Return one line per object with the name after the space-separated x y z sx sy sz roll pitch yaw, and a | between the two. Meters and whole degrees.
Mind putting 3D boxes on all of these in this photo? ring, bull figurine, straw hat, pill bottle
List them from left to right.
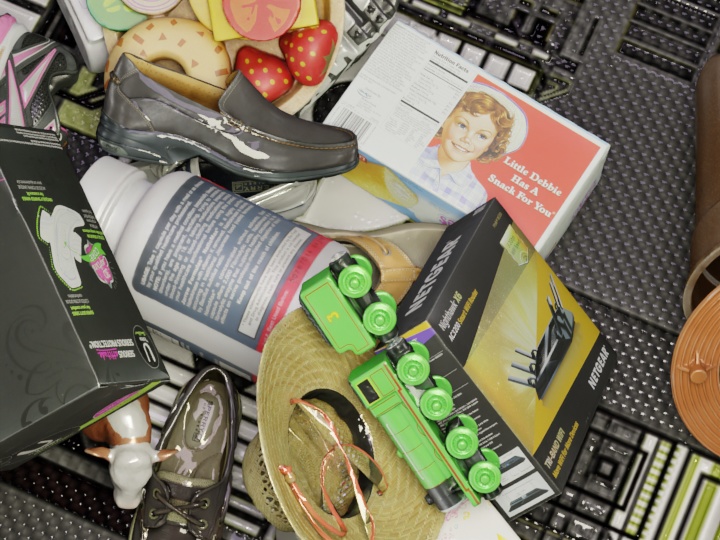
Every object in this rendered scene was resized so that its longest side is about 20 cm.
-0.198 0.077 1.656 0.065 0.121 0.201 -25 88 -15 | bull figurine
-0.119 -0.004 1.678 0.199 0.120 0.120 26 69 9 | pill bottle
-0.033 0.129 1.534 0.200 0.085 0.202 30 47 -37 | straw hat
0.326 0.073 1.657 0.198 0.202 0.019 0 33 -2 | ring

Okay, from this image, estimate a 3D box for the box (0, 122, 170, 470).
-0.250 0.021 1.554 0.148 0.124 0.201 -29 80 16 | box

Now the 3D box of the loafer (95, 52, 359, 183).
-0.095 -0.113 1.696 0.198 0.073 0.073 7 111 -9 | loafer

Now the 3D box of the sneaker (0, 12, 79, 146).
-0.273 -0.101 1.769 0.086 0.080 0.202 18 73 -5 | sneaker

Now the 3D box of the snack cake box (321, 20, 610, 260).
0.079 -0.092 1.778 0.199 0.067 0.115 32 68 11 | snack cake box

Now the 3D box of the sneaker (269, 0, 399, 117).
-0.044 -0.166 1.808 0.200 0.090 0.067 -41 89 9 | sneaker

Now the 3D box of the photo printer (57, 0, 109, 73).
-0.159 -0.267 1.842 0.199 0.070 0.167 -24 71 -11 | photo printer

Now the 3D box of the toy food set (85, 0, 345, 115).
-0.111 -0.201 1.743 0.198 0.049 0.200 -9 94 9 | toy food set

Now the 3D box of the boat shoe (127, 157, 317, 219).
-0.132 -0.067 1.762 0.198 0.065 0.074 -13 68 -7 | boat shoe

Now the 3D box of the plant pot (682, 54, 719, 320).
0.332 -0.064 1.712 0.198 0.201 0.200 0 56 -2 | plant pot

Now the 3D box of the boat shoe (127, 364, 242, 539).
-0.131 0.163 1.666 0.073 0.065 0.202 7 67 2 | boat shoe

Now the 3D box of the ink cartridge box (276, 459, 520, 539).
0.031 0.208 1.620 0.128 0.125 0.200 -35 73 -15 | ink cartridge box

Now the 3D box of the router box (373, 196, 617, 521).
0.102 0.060 1.633 0.158 0.052 0.200 51 31 -12 | router box

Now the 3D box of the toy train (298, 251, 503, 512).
0.027 0.078 1.519 0.056 0.042 0.201 -32 101 8 | toy train

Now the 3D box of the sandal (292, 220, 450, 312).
0.000 0.000 1.730 0.198 0.054 0.081 6 95 3 | sandal
